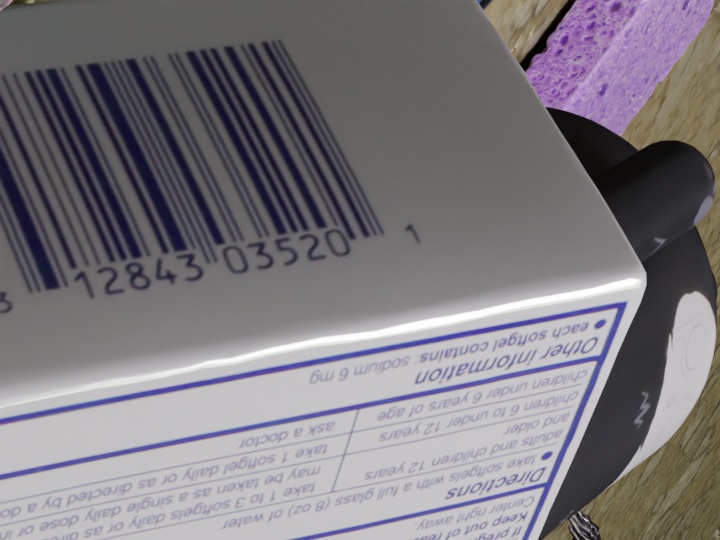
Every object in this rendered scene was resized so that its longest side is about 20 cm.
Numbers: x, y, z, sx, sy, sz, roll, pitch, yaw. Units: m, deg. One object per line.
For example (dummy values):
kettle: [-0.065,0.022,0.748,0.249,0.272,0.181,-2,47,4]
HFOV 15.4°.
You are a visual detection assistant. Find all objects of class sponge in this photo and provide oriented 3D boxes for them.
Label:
sponge: [0.096,-0.077,1.155,0.200,0.030,0.112,-52,164,-22]

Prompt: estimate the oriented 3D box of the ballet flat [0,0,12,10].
ballet flat: [-0.055,-0.138,0.481,0.071,0.069,0.201,12,111,-54]

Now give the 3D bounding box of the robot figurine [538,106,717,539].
robot figurine: [0.028,0.020,0.796,0.200,0.124,0.151,-28,135,-52]

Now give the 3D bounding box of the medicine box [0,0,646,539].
medicine box: [-0.061,0.045,0.585,0.181,0.103,0.201,-10,142,-25]

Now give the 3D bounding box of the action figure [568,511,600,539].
action figure: [0.022,0.171,1.280,0.199,0.102,0.119,-23,-155,12]

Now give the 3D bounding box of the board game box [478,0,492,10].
board game box: [0.031,-0.101,0.783,0.200,0.035,0.135,-48,-174,-35]
